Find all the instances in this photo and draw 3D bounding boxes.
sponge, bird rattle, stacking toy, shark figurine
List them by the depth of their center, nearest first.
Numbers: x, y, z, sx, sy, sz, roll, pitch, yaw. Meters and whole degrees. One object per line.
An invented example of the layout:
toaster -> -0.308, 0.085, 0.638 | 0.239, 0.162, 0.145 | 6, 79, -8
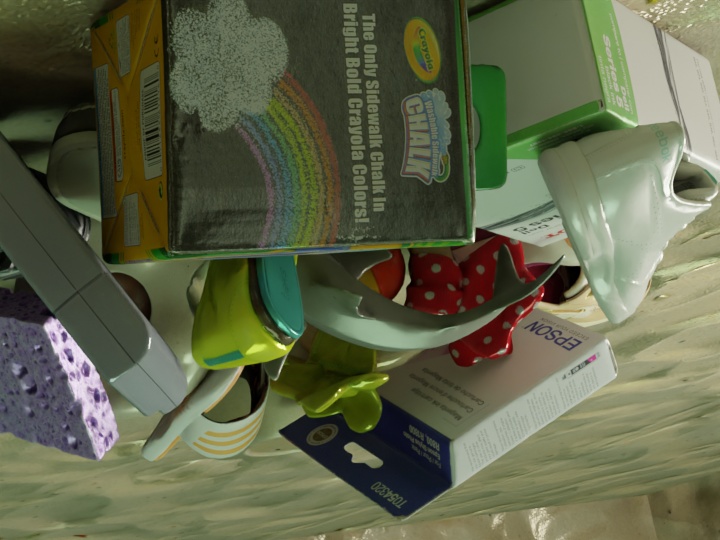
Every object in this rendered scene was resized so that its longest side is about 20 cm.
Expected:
shark figurine -> 0.014, 0.017, 0.998 | 0.212, 0.130, 0.090 | 15, 169, -3
sponge -> -0.254, 0.057, 1.024 | 0.198, 0.113, 0.030 | 9, -140, 32
bird rattle -> 0.017, 0.016, 1.079 | 0.199, 0.164, 0.113 | -32, 175, 1
stacking toy -> -0.149, 0.017, 1.105 | 0.144, 0.148, 0.200 | -13, -176, 9

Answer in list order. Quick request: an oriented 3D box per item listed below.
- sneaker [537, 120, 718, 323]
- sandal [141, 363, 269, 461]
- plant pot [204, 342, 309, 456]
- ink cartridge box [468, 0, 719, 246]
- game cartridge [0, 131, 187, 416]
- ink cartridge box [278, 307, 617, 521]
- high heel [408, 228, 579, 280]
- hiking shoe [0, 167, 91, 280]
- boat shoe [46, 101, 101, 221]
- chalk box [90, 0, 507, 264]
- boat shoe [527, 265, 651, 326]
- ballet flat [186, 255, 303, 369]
sneaker -> 0.160, -0.029, 0.880 | 0.088, 0.076, 0.200 | -25, 161, 6
sandal -> -0.099, 0.098, 1.106 | 0.059, 0.080, 0.207 | 34, 151, -6
plant pot -> -0.065, 0.079, 1.295 | 0.198, 0.136, 0.200 | -10, 165, -3
ink cartridge box -> 0.115, -0.086, 0.922 | 0.144, 0.085, 0.199 | -20, 162, 30
game cartridge -> -0.164, -0.018, 0.795 | 0.041, 0.200, 0.133 | -37, 167, -11
ink cartridge box -> 0.056, 0.086, 1.159 | 0.199, 0.044, 0.196 | -30, -154, -21
high heel -> 0.129, -0.034, 1.220 | 0.199, 0.096, 0.068 | -33, 118, 9
hiking shoe -> -0.253, -0.023, 0.950 | 0.197, 0.077, 0.101 | -4, 174, 9
boat shoe -> -0.129, -0.059, 0.902 | 0.071, 0.061, 0.202 | -2, 165, 10
chalk box -> -0.020, -0.070, 0.768 | 0.198, 0.126, 0.124 | -2, 180, -25
boat shoe -> 0.171, 0.007, 1.315 | 0.198, 0.075, 0.069 | -2, 169, -26
ballet flat -> -0.065, -0.018, 0.881 | 0.067, 0.201, 0.067 | -29, 122, 22
